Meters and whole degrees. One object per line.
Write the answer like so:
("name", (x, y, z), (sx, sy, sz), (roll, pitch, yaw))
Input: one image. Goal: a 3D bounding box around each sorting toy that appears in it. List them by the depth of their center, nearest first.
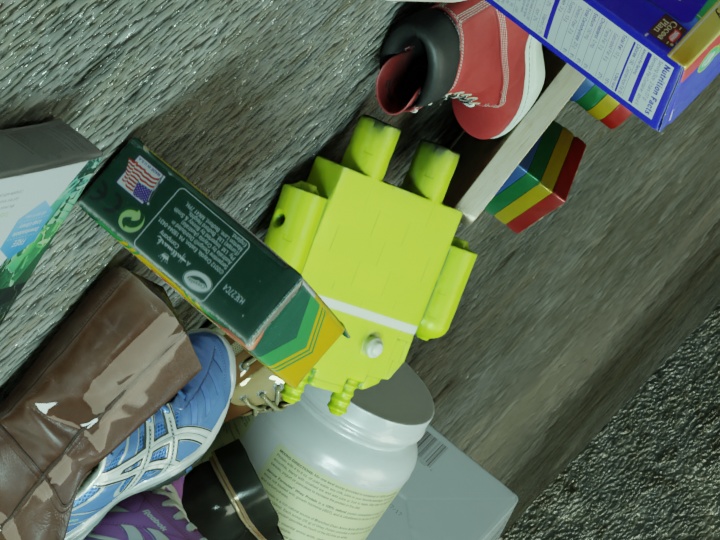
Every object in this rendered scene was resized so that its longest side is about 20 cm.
("sorting toy", (0.145, -0.114, 1.835), (0.200, 0.070, 0.199), (-52, -172, 6))

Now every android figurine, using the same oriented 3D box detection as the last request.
("android figurine", (0.000, 0.000, 1.667), (0.182, 0.041, 0.200), (21, 91, -44))

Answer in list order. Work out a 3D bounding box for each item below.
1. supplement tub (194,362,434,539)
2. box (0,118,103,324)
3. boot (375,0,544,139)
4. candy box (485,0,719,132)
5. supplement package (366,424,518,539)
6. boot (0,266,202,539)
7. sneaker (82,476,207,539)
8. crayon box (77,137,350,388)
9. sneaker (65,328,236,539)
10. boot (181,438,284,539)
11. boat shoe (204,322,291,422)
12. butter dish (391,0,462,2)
("supplement tub", (-0.047, 0.152, 1.886), (0.200, 0.145, 0.145), (-56, 167, 22))
("box", (-0.214, 0.021, 1.176), (0.200, 0.036, 0.144), (-55, 167, 20))
("boot", (0.058, -0.128, 1.653), (0.144, 0.072, 0.200), (-41, 161, -24))
("candy box", (0.156, -0.208, 1.450), (0.169, 0.200, 0.077), (-46, 167, -24))
("supplement package", (0.007, 0.231, 2.188), (0.147, 0.191, 0.200), (-43, 166, -29))
("boot", (-0.152, 0.114, 1.464), (0.200, 0.064, 0.186), (-49, 137, -17))
("sneaker", (-0.121, 0.167, 1.584), (0.114, 0.200, 0.073), (-54, 150, -36))
("crayon box", (-0.077, 0.002, 1.395), (0.051, 0.127, 0.200), (-50, 167, -3))
("sneaker", (-0.150, 0.105, 1.543), (0.200, 0.076, 0.077), (-44, 166, -26))
("boot", (-0.126, 0.195, 1.732), (0.138, 0.077, 0.200), (-26, 149, -6))
("boat shoe", (-0.072, 0.063, 1.703), (0.200, 0.074, 0.076), (-51, 168, -3))
("butter dish", (0.076, -0.225, 1.287), (0.200, 0.148, 0.199), (-11, -179, 20))
